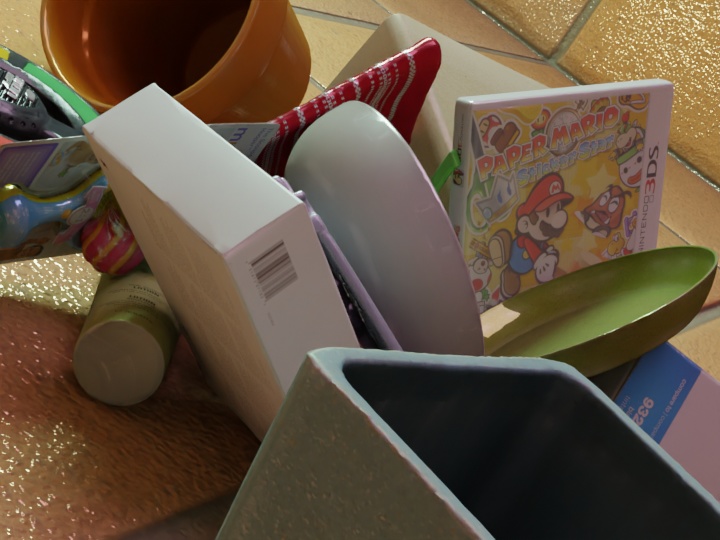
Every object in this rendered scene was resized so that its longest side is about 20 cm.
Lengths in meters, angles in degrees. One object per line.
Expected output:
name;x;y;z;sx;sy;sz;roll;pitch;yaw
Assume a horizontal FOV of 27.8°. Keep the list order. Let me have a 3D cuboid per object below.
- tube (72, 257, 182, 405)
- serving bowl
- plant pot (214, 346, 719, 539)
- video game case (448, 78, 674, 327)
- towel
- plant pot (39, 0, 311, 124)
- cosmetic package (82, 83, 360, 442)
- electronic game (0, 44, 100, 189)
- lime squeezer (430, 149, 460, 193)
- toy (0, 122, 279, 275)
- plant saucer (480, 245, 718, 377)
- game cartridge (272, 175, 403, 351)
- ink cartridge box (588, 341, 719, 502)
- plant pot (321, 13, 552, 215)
tube;-0.132;0.018;0.875;0.058;0.052;0.200;62;9;-16
serving bowl;0.000;0.000;0.898;0.066;0.201;0.200;-21;44;-15
plant pot;0.044;0.170;0.549;0.196;0.200;0.196;44;21;30
video game case;0.148;-0.044;1.076;0.199;0.183;0.023;-10;21;-33
towel;-0.036;-0.079;0.988;0.023;0.200;0.145;54;-20;13
plant pot;-0.132;-0.194;1.210;0.200;0.200;0.183;43;5;26
cosmetic package;-0.057;0.019;0.751;0.151;0.052;0.200;37;-24;44
electronic game;-0.254;-0.117;1.009;0.199;0.042;0.200;31;18;-11
lime squeezer;-0.004;-0.018;1.050;0.071;0.199;0.038;60;34;-15
toy;-0.138;-0.030;0.831;0.199;0.115;0.047;-6;59;-46
plant saucer;0.144;0.036;0.960;0.031;0.199;0.200;67;16;-8
game cartridge;-0.016;0.048;0.837;0.200;0.041;0.133;58;-15;1
ink cartridge box;0.220;0.126;1.024;0.200;0.084;0.145;37;-12;-17
plant pot;0.063;-0.047;1.166;0.199;0.200;0.178;18;38;-39
